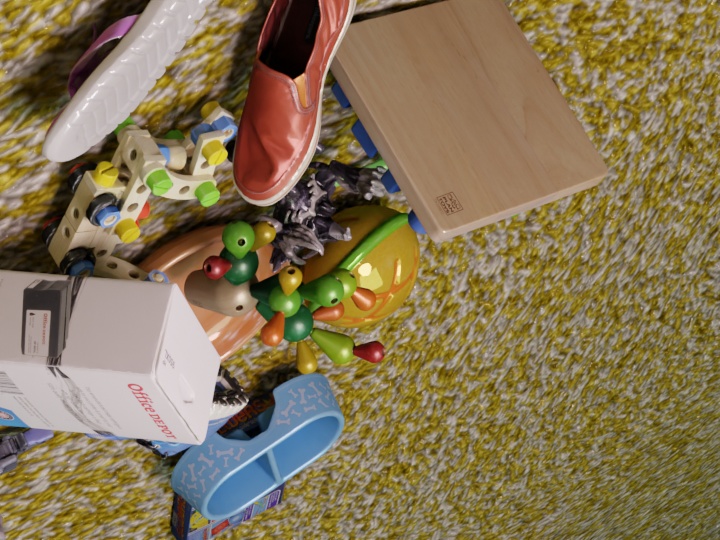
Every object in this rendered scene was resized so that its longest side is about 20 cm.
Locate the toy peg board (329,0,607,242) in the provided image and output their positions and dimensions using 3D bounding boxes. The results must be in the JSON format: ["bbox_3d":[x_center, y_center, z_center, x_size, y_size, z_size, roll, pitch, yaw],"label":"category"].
[{"bbox_3d":[0.073,-0.117,1.404,0.198,0.201,0.098,-20,162,-35],"label":"toy peg board"}]

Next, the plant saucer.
[{"bbox_3d":[-0.156,0.028,1.498,0.199,0.038,0.201,-29,149,-19],"label":"plant saucer"}]

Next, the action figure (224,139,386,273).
[{"bbox_3d":[-0.044,-0.063,1.417,0.119,0.102,0.200,-53,149,-16],"label":"action figure"}]

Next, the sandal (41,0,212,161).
[{"bbox_3d":[-0.171,-0.165,1.193,0.203,0.050,0.082,-51,167,-5],"label":"sandal"}]

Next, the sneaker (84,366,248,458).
[{"bbox_3d":[-0.197,0.148,1.580,0.199,0.079,0.089,1,130,-51],"label":"sneaker"}]

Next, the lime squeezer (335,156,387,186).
[{"bbox_3d":[0.041,-0.089,1.562,0.199,0.038,0.071,0,133,-51],"label":"lime squeezer"}]

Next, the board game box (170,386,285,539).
[{"bbox_3d":[-0.138,0.219,1.797,0.135,0.035,0.201,-23,148,-29],"label":"board game box"}]

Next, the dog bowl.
[{"bbox_3d":[-0.102,0.188,1.706,0.199,0.050,0.112,-34,151,-14],"label":"dog bowl"}]

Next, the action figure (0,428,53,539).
[{"bbox_3d":[-0.355,0.226,1.482,0.199,0.105,0.194,-26,159,-17],"label":"action figure"}]

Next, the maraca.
[{"bbox_3d":[0.000,0.000,1.578,0.137,0.107,0.200,-41,173,-5],"label":"maraca"}]

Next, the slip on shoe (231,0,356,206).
[{"bbox_3d":[-0.062,-0.147,1.282,0.061,0.074,0.202,-8,122,-60],"label":"slip on shoe"}]

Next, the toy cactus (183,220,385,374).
[{"bbox_3d":[-0.081,0.028,1.383,0.200,0.164,0.103,35,65,-48],"label":"toy cactus"}]

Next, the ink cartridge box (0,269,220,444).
[{"bbox_3d":[-0.227,0.069,1.305,0.198,0.085,0.145,4,154,14],"label":"ink cartridge box"}]

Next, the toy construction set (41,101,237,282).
[{"bbox_3d":[-0.179,-0.043,1.322,0.130,0.092,0.201,-10,129,-43],"label":"toy construction set"}]
